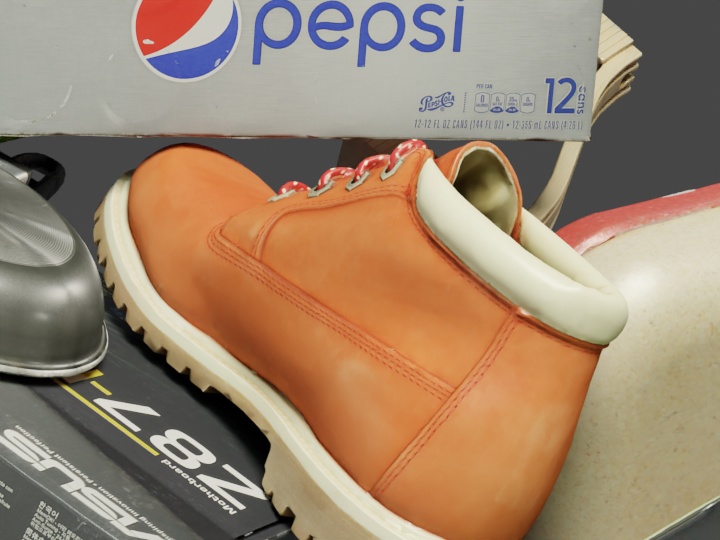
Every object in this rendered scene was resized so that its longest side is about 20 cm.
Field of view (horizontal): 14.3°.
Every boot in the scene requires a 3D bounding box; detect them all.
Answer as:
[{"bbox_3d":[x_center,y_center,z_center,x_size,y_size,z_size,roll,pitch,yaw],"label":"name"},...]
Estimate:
[{"bbox_3d":[0.000,0.000,0.793,0.075,0.107,0.200,14,20,-41],"label":"boot"}]

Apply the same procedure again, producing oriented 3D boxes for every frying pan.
[{"bbox_3d":[-0.098,-0.011,0.801,0.115,0.031,0.190,37,19,23],"label":"frying pan"}]

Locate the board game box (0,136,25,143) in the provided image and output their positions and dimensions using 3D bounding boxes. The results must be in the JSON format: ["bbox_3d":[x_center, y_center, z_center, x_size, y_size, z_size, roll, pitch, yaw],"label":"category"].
[{"bbox_3d":[-0.062,-0.126,0.916,0.199,0.135,0.045,-17,23,-27],"label":"board game box"}]

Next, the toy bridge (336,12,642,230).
[{"bbox_3d":[0.021,-0.022,0.924,0.200,0.027,0.067,-34,65,-32],"label":"toy bridge"}]

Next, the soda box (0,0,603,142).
[{"bbox_3d":[-0.028,-0.078,0.867,0.199,0.069,0.063,-1,14,-22],"label":"soda box"}]

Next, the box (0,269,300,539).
[{"bbox_3d":[-0.104,0.033,0.786,0.200,0.049,0.161,34,17,16],"label":"box"}]

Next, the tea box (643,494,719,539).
[{"bbox_3d":[0.095,0.177,0.649,0.196,0.134,0.200,-31,56,10],"label":"tea box"}]

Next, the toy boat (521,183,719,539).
[{"bbox_3d":[0.111,0.023,0.863,0.199,0.131,0.131,-14,25,-22],"label":"toy boat"}]
